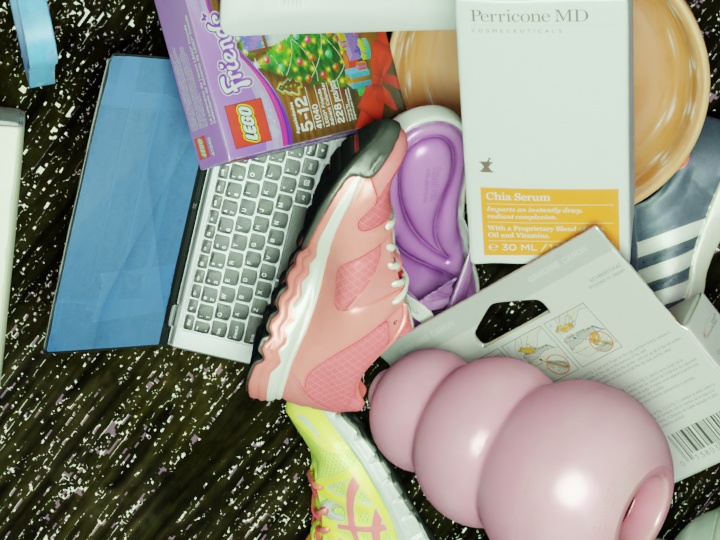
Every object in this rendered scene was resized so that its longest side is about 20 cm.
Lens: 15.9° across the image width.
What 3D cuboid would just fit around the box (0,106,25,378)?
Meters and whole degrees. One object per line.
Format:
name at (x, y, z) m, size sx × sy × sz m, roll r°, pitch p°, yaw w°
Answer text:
box at (-0.250, -0.001, 1.598) m, size 0.068 × 0.082 × 0.201 m, roll 5°, pitch 99°, yaw -7°

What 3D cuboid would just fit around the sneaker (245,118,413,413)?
sneaker at (0.000, 0.000, 1.574) m, size 0.087 × 0.074 × 0.200 m, roll 21°, pitch 114°, yaw -7°

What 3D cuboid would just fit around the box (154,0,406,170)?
box at (-0.058, -0.172, 1.560) m, size 0.137 × 0.039 × 0.200 m, roll -16°, pitch 91°, yaw -34°

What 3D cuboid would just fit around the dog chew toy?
dog chew toy at (0.090, 0.109, 1.575) m, size 0.200 × 0.124 × 0.125 m, roll 25°, pitch 99°, yaw 31°

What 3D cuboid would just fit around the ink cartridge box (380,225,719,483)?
ink cartridge box at (0.138, 0.066, 1.623) m, size 0.200 × 0.045 × 0.176 m, roll -30°, pitch 106°, yaw 39°

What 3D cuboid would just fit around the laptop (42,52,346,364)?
laptop at (-0.076, -0.027, 1.596) m, size 0.200 × 0.116 × 0.188 m, roll 13°, pitch 100°, yaw -5°

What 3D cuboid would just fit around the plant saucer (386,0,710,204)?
plant saucer at (0.116, -0.123, 1.600) m, size 0.200 × 0.037 × 0.201 m, roll 4°, pitch 120°, yaw 7°

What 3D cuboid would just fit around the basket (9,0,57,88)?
basket at (-0.207, -0.211, 1.514) m, size 0.139 × 0.176 × 0.201 m, roll -9°, pitch 91°, yaw -9°

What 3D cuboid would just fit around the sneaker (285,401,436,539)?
sneaker at (-0.006, 0.168, 1.666) m, size 0.090 × 0.078 × 0.200 m, roll -28°, pitch 104°, yaw 1°

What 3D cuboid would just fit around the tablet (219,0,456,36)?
tablet at (0.018, -0.199, 1.507) m, size 0.199 × 0.014 × 0.130 m, roll -3°, pitch 119°, yaw -13°

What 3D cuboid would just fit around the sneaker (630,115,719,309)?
sneaker at (0.184, -0.009, 1.664) m, size 0.084 × 0.075 × 0.200 m, roll 19°, pitch 93°, yaw -2°

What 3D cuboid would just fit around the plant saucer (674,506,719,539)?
plant saucer at (0.192, 0.237, 1.616) m, size 0.050 × 0.200 × 0.201 m, roll 13°, pitch 100°, yaw 8°

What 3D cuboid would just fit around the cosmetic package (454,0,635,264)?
cosmetic package at (0.112, -0.099, 1.531) m, size 0.101 × 0.071 × 0.200 m, roll 0°, pitch 131°, yaw 8°

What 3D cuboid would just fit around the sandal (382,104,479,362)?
sandal at (0.039, -0.008, 1.616) m, size 0.082 × 0.050 × 0.203 m, roll -14°, pitch 127°, yaw -12°

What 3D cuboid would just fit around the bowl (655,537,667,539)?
bowl at (0.111, 0.259, 1.668) m, size 0.200 × 0.075 × 0.200 m, roll -1°, pitch 105°, yaw -45°
